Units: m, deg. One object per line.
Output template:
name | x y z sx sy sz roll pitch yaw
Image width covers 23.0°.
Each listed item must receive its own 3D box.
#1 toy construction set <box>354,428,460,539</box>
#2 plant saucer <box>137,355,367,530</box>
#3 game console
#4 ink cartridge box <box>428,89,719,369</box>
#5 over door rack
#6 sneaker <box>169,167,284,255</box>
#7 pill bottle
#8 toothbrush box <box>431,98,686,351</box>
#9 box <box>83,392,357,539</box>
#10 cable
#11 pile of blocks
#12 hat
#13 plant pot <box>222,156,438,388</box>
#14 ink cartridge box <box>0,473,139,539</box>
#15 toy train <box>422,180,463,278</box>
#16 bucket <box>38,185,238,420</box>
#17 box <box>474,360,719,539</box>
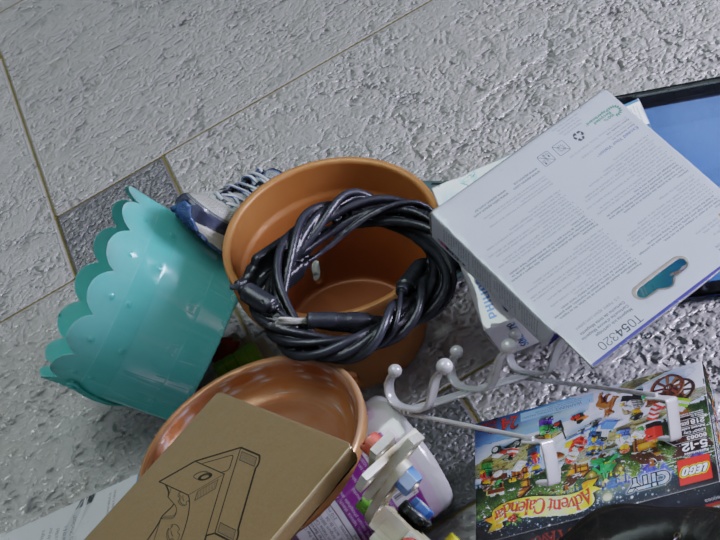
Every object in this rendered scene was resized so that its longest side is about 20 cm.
toy construction set | 0.053 0.216 1.327 0.092 0.131 0.201 -33 77 4
plant saucer | -0.083 0.152 1.414 0.199 0.038 0.201 -18 37 14
game console | 0.302 -0.075 1.563 0.199 0.172 0.118 -9 13 26
ink cartridge box | 0.192 -0.030 1.432 0.196 0.043 0.200 -34 61 -17
over door rack | 0.134 0.093 1.388 0.147 0.067 0.200 -14 22 -35
sneaker | -0.104 -0.064 1.685 0.077 0.200 0.085 39 106 27
pill bottle | -0.032 0.202 1.447 0.199 0.113 0.112 -34 35 -8
toothbrush box | 0.182 -0.036 1.538 0.199 0.085 0.147 -23 66 10
box | -0.119 0.188 1.346 0.163 0.021 0.200 17 57 44
cable | 0.000 0.000 1.485 0.199 0.051 0.163 -31 45 -28
pile of blocks | -0.120 0.119 1.658 0.082 0.062 0.201 -16 37 18
hat | 0.206 0.254 1.239 0.199 0.081 0.201 -18 33 12
plant pot | -0.017 0.014 1.620 0.199 0.141 0.201 -5 46 6
ink cartridge box | -0.224 0.262 1.513 0.199 0.086 0.147 -25 24 8
toy train | 0.050 -0.047 1.736 0.199 0.086 0.114 2 35 37
bucket | -0.206 0.038 1.690 0.208 0.134 0.207 -58 13 23
box | 0.190 0.156 1.412 0.199 0.038 0.137 -18 36 16
